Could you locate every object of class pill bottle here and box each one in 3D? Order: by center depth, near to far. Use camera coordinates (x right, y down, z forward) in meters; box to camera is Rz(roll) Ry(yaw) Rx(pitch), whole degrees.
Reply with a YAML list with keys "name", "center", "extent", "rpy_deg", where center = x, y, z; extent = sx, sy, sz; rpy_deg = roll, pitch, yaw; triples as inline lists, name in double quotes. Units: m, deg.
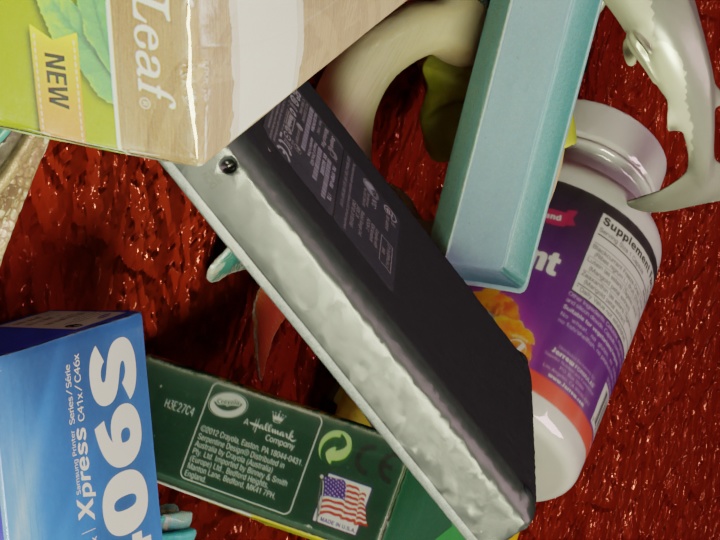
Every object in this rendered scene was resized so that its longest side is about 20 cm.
- name: "pill bottle"
  center: [0.093, 0.011, 1.215]
  extent: [0.112, 0.111, 0.200]
  rpy_deg: [70, 38, -51]

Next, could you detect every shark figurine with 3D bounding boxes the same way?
- name: "shark figurine"
  center: [0.155, -0.130, 1.142]
  extent: [0.089, 0.128, 0.215]
  rpy_deg: [-32, 94, -22]

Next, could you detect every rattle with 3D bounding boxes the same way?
- name: "rattle"
  center: [-0.009, -0.043, 1.059]
  extent: [0.200, 0.143, 0.130]
  rpy_deg: [-48, 131, -9]

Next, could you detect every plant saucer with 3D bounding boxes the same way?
- name: "plant saucer"
  center: [0.073, -0.091, 0.997]
  extent: [0.070, 0.019, 0.201]
  rpy_deg: [8, 97, -53]

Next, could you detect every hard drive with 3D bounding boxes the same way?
- name: "hard drive"
  center: [0.000, 0.000, 0.894]
  extent: [0.200, 0.033, 0.140]
  rpy_deg: [51, 16, -16]

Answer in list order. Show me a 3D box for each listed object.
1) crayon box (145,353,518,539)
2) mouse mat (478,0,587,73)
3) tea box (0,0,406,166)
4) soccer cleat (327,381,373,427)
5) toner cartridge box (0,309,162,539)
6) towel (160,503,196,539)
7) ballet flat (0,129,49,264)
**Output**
- name: "crayon box"
  center: [-0.009, 0.095, 0.995]
  extent: [0.051, 0.127, 0.200]
  rpy_deg: [-70, 157, -8]
- name: "mouse mat"
  center: [0.045, -0.186, 1.013]
  extent: [0.200, 0.008, 0.162]
  rpy_deg: [28, 49, -55]
- name: "tea box"
  center: [-0.096, -0.156, 0.583]
  extent: [0.134, 0.196, 0.201]
  rpy_deg: [-45, 140, -52]
- name: "soccer cleat"
  center: [0.014, 0.135, 1.121]
  extent: [0.065, 0.083, 0.201]
  rpy_deg: [-5, 105, -66]
- name: "toner cartridge box"
  center: [-0.110, 0.120, 0.823]
  extent: [0.095, 0.043, 0.201]
  rpy_deg: [-19, 106, -60]
- name: "towel"
  center: [-0.124, 0.181, 0.901]
  extent: [0.200, 0.022, 0.147]
  rpy_deg: [-14, 113, -65]
- name: "ballet flat"
  center: [-0.135, -0.028, 0.733]
  extent: [0.065, 0.070, 0.201]
  rpy_deg: [55, 58, -75]
